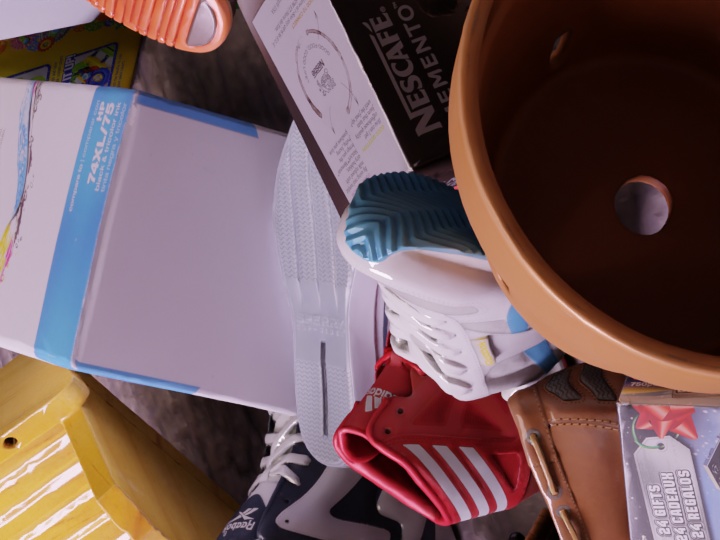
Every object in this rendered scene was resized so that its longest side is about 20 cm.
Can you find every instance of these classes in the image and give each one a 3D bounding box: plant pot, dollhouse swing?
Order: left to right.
[{"bbox_3d":[-0.155,0.176,1.364,0.200,0.181,0.176,45,-161,-32],"label":"dollhouse swing"},{"bbox_3d":[0.123,-0.043,0.872,0.201,0.199,0.140,62,167,10],"label":"plant pot"}]

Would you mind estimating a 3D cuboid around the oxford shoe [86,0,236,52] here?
[{"bbox_3d":[-0.121,-0.186,1.094,0.200,0.073,0.071,45,141,12],"label":"oxford shoe"}]

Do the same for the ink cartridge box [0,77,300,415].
[{"bbox_3d":[-0.127,-0.017,1.262,0.199,0.146,0.147,11,87,55],"label":"ink cartridge box"}]

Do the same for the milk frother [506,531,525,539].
[{"bbox_3d":[0.021,0.262,1.166,0.181,0.186,0.201,60,-162,-54],"label":"milk frother"}]

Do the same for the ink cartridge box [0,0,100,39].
[{"bbox_3d":[-0.215,-0.222,1.173,0.083,0.144,0.201,-37,75,50],"label":"ink cartridge box"}]

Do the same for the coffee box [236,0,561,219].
[{"bbox_3d":[0.008,-0.136,1.051,0.201,0.112,0.080,65,150,7],"label":"coffee box"}]

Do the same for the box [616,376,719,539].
[{"bbox_3d":[0.183,0.134,0.942,0.136,0.040,0.202,0,116,18],"label":"box"}]

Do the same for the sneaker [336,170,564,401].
[{"bbox_3d":[0.046,0.013,1.002,0.076,0.200,0.081,39,100,29],"label":"sneaker"}]

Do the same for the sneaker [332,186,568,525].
[{"bbox_3d":[0.033,0.028,1.111,0.078,0.115,0.202,-20,92,60],"label":"sneaker"}]

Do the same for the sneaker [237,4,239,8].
[{"bbox_3d":[-0.095,-0.176,1.225,0.199,0.078,0.086,4,113,56],"label":"sneaker"}]

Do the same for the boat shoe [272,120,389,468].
[{"bbox_3d":[0.000,0.000,1.196,0.073,0.066,0.202,20,115,42],"label":"boat shoe"}]

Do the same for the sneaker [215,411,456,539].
[{"bbox_3d":[-0.041,0.111,1.269,0.079,0.129,0.201,-27,86,59],"label":"sneaker"}]

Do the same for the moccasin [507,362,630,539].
[{"bbox_3d":[0.104,0.137,1.082,0.074,0.077,0.203,-104,2,-52],"label":"moccasin"}]

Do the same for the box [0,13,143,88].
[{"bbox_3d":[-0.265,-0.164,1.391,0.200,0.192,0.122,52,146,24],"label":"box"}]
